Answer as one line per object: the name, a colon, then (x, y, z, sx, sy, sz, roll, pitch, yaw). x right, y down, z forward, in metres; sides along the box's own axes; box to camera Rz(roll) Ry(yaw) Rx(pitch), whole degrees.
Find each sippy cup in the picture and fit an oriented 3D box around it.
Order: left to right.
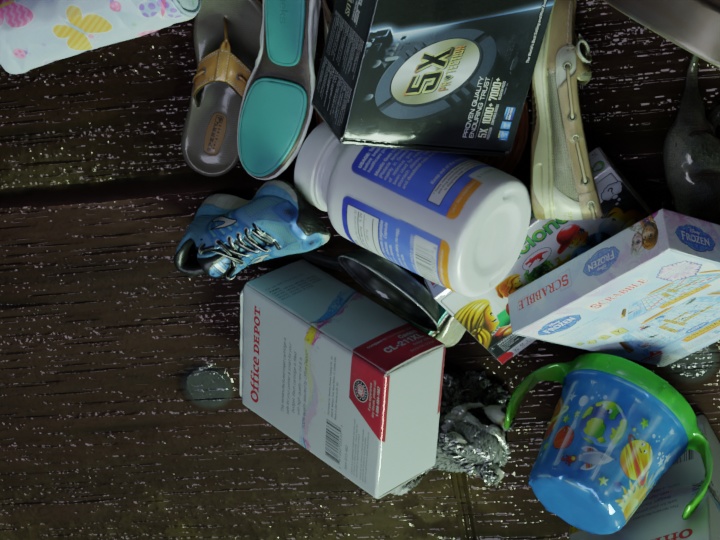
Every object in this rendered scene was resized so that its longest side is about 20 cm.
sippy cup: (0.226, 0.168, 1.601, 0.177, 0.131, 0.140, 4, 143, 47)

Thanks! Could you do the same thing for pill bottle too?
pill bottle: (0.041, -0.064, 1.522, 0.199, 0.112, 0.113, 27, 128, 32)

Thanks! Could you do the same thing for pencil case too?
pencil case: (-0.242, -0.241, 1.540, 0.199, 0.091, 0.083, -13, 131, 18)

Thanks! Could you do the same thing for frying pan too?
frying pan: (0.012, 0.010, 1.629, 0.115, 0.190, 0.031, 42, 80, -27)

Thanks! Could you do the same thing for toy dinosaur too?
toy dinosaur: (0.301, -0.091, 1.515, 0.077, 0.102, 0.201, 31, 134, 42)

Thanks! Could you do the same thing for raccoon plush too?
raccoon plush: (0.090, 0.194, 1.709, 0.096, 0.134, 0.201, 23, 122, -5)

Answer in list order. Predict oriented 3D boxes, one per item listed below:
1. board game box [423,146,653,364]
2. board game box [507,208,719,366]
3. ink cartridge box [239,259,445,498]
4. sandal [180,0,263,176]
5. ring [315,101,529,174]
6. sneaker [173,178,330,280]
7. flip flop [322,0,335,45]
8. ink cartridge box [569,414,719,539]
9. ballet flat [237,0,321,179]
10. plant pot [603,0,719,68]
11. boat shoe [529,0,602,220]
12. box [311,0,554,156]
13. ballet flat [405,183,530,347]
board game box: (0.172, -0.011, 1.577, 0.200, 0.035, 0.126, -38, 132, 12)
board game box: (0.270, 0.020, 1.537, 0.199, 0.041, 0.200, 13, 149, -36)
ink cartridge box: (-0.021, 0.099, 1.648, 0.200, 0.083, 0.147, 31, 131, 37)
sandal: (-0.128, -0.169, 1.579, 0.081, 0.055, 0.201, 18, 120, -1)
ring: (0.055, -0.138, 1.585, 0.199, 0.019, 0.202, 5, 121, 9)
sneaker: (-0.104, -0.023, 1.596, 0.078, 0.090, 0.199, 50, 149, -19)
flip flop: (0.001, -0.225, 1.508, 0.081, 0.058, 0.201, 1, 114, 13)
ink cartridge box: (0.298, 0.273, 1.679, 0.146, 0.200, 0.145, -21, 115, 22)
ballet flat: (-0.064, -0.180, 1.545, 0.069, 0.069, 0.201, 11, 111, 4)
plant pot: (0.305, -0.260, 1.382, 0.199, 0.200, 0.174, 26, 105, -5)
boat shoe: (0.181, -0.145, 1.491, 0.063, 0.073, 0.202, 2, 87, 11)
box: (0.065, -0.208, 1.452, 0.163, 0.086, 0.201, 3, 118, -24)
ballet flat: (0.114, -0.006, 1.634, 0.062, 0.068, 0.200, 13, 125, -45)
